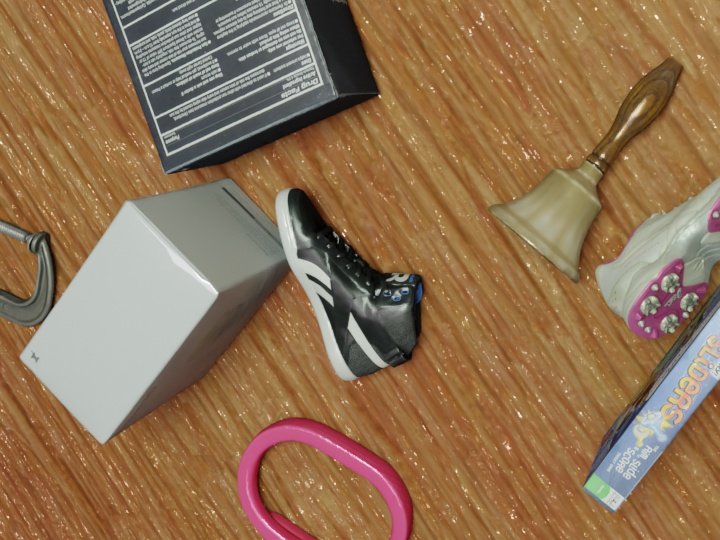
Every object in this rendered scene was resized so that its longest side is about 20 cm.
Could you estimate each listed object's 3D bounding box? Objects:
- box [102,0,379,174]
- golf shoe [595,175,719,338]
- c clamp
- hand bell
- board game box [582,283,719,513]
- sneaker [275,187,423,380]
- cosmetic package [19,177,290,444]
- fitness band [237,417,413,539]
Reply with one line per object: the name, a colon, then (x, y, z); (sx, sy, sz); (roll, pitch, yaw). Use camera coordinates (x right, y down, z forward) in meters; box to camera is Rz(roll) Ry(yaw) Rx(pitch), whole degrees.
box: (-0.115, -0.221, 0.859); (0.197, 0.123, 0.202); (-18, 93, 23)
golf shoe: (0.282, -0.037, 0.778); (0.200, 0.092, 0.075); (-43, 122, 0)
c clamp: (-0.431, -0.032, 1.061); (0.198, 0.027, 0.173); (27, 108, 14)
hand bell: (0.212, -0.101, 0.800); (0.104, 0.104, 0.201); (38, 97, 9)
board game box: (0.268, 0.099, 0.776); (0.034, 0.135, 0.202); (36, 110, 14)
sneaker: (0.000, 0.000, 0.894); (0.110, 0.073, 0.203); (-18, 102, 18)
cosmetic package: (-0.188, 0.031, 0.893); (0.123, 0.200, 0.200); (43, 111, 7)
fitness band: (-0.040, 0.244, 0.968); (0.198, 0.037, 0.146); (28, 108, 12)
